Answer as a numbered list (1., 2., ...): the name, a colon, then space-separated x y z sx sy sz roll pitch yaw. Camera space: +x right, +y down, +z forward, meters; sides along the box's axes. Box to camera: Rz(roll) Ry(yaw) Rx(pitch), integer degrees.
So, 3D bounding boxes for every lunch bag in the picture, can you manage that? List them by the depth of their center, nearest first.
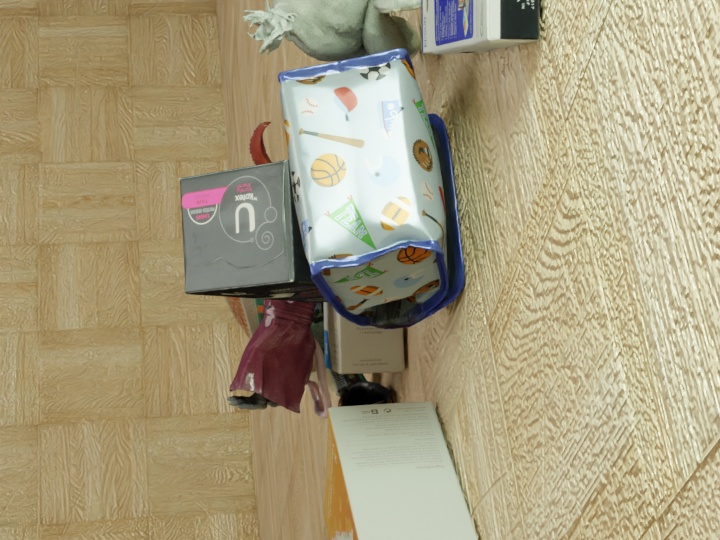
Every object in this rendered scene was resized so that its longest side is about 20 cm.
1. lunch bag: 0.015 -0.056 1.143 0.200 0.123 0.171 70 -168 -71

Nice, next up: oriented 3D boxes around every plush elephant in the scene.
1. plush elephant: 0.001 -0.253 1.167 0.165 0.155 0.200 50 -149 -2

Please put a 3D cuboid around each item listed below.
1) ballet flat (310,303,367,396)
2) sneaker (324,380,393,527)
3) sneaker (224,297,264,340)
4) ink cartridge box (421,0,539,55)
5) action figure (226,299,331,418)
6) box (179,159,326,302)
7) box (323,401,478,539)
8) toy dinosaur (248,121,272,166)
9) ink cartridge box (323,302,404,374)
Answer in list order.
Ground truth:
1. ballet flat: -0.049 0.079 1.552 0.074 0.074 0.200 -107 -8 -59
2. sneaker: 0.000 0.192 1.462 0.200 0.077 0.112 -103 13 -50
3. sneaker: -0.105 0.004 1.554 0.071 0.080 0.200 51 159 33
4. ink cartridge box: 0.079 -0.200 0.985 0.200 0.039 0.100 -147 55 -78
5. action figure: -0.066 0.043 1.418 0.134 0.148 0.201 -156 83 -72
6. box: -0.050 -0.031 1.277 0.200 0.122 0.106 5 -100 -56
7. box: 0.030 0.220 1.214 0.200 0.097 0.125 -107 17 -58
8. toy dinosaur: -0.058 -0.032 1.570 0.181 0.105 0.200 39 165 24
9. ink cartridge box: 0.000 0.000 1.446 0.116 0.067 0.201 173 95 -81
